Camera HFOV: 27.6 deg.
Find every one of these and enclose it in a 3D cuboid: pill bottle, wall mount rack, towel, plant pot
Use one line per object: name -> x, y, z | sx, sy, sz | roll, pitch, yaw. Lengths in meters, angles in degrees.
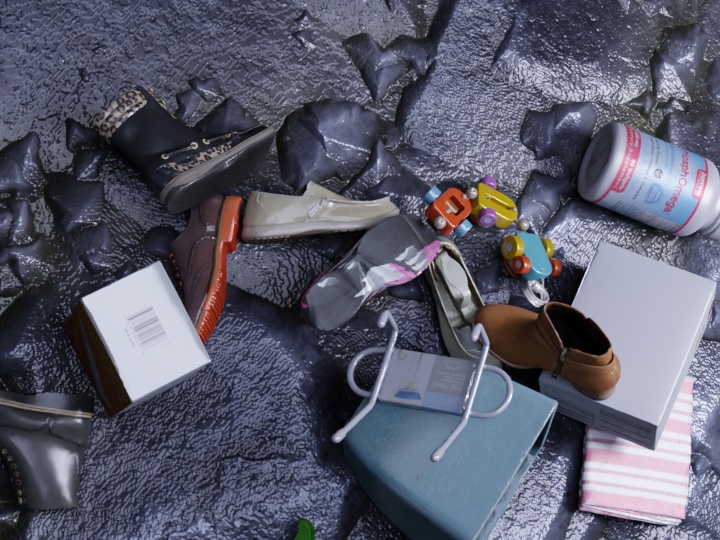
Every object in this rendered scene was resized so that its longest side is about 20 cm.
pill bottle -> 0.392, -0.110, 1.899 | 0.199, 0.109, 0.109 | 20, 75, -12
wall mount rack -> 0.059, 0.134, 1.611 | 0.199, 0.075, 0.174 | 7, 62, 24
towel -> 0.351, 0.218, 1.870 | 0.146, 0.030, 0.201 | 11, 74, -14
plant pot -> 0.090, 0.207, 1.710 | 0.200, 0.196, 0.196 | 31, 72, 12

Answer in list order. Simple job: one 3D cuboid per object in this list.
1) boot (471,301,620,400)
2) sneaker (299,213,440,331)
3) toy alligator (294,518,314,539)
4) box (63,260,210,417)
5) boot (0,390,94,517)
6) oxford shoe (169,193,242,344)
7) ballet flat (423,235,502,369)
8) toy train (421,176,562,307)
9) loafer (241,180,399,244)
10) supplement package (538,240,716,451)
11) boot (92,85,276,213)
boot -> 0.211, 0.076, 1.694 | 0.200, 0.155, 0.077 | 35, 79, 21
sneaker -> 0.000, 0.000, 1.771 | 0.200, 0.086, 0.081 | -32, 94, -18
toy alligator -> -0.059, 0.391, 1.702 | 0.054, 0.059, 0.201 | -17, 85, 23
box -> -0.251, 0.080, 1.621 | 0.097, 0.200, 0.125 | -27, 88, -19
boot -> -0.399, 0.202, 1.624 | 0.199, 0.077, 0.139 | 5, 83, -15
oxford shoe -> -0.193, 0.003, 1.732 | 0.072, 0.071, 0.201 | 11, 69, 3
ballet flat -> 0.128, 0.050, 1.812 | 0.069, 0.069, 0.201 | -24, 88, -19
toy train -> 0.158, -0.036, 1.823 | 0.200, 0.056, 0.150 | 45, 40, -4
loafer -> -0.049, -0.075, 1.778 | 0.199, 0.076, 0.069 | -7, 88, -17
supplement package -> 0.331, 0.093, 1.811 | 0.155, 0.111, 0.201 | 21, 73, 18
boot -> -0.208, -0.159, 1.740 | 0.150, 0.073, 0.200 | 41, 46, 13
